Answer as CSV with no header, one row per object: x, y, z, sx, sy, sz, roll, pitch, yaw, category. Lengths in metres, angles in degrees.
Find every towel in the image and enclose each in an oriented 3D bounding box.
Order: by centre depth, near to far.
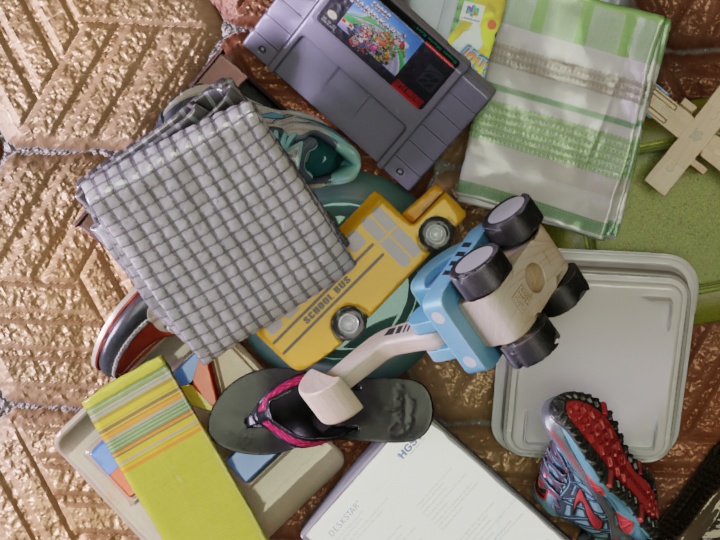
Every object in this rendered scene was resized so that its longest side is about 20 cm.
-0.119,-0.043,1.617,0.165,0.086,0.200,-31,123,6,towel
0.172,-0.137,1.704,0.149,0.031,0.200,16,100,12,towel
-0.158,0.178,1.726,0.086,0.018,0.200,-29,94,11,towel

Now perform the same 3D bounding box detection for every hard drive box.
0.071,0.237,1.750,0.200,0.077,0.156,42,91,-3,hard drive box

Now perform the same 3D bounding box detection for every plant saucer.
0.262,-0.044,1.758,0.199,0.048,0.200,-10,92,0,plant saucer
-0.017,0.010,1.762,0.199,0.036,0.201,0,91,-1,plant saucer

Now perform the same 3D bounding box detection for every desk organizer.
-0.156,-0.093,1.739,0.077,0.072,0.200,40,91,-4,desk organizer

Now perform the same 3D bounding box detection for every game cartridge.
0.007,-0.179,1.724,0.200,0.038,0.130,41,128,0,game cartridge
0.125,-0.201,1.751,0.200,0.040,0.134,15,95,3,game cartridge

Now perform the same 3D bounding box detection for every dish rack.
0.205,0.082,1.733,0.171,0.044,0.200,3,113,-2,dish rack

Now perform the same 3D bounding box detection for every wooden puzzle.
-0.143,0.162,1.759,0.185,0.046,0.200,-44,92,0,wooden puzzle

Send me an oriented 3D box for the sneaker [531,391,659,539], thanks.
0.187,0.182,1.712,0.095,0.079,0.200,-16,134,21,sneaker

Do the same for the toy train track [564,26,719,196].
0.258,-0.143,1.719,0.200,0.033,0.115,39,97,4,toy train track

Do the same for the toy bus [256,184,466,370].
0.000,0.000,1.712,0.078,0.065,0.200,44,91,-1,toy bus

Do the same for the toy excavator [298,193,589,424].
0.064,0.045,1.651,0.100,0.200,0.195,53,48,-19,toy excavator

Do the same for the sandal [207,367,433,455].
-0.038,0.119,1.704,0.199,0.045,0.075,-4,87,13,sandal

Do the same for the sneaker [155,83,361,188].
-0.082,-0.109,1.679,0.200,0.086,0.078,2,106,-41,sneaker

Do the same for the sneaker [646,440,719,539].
0.335,0.208,1.769,0.076,0.070,0.200,41,94,-21,sneaker

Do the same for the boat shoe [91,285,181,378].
-0.154,0.022,1.724,0.063,0.071,0.200,42,91,12,boat shoe
